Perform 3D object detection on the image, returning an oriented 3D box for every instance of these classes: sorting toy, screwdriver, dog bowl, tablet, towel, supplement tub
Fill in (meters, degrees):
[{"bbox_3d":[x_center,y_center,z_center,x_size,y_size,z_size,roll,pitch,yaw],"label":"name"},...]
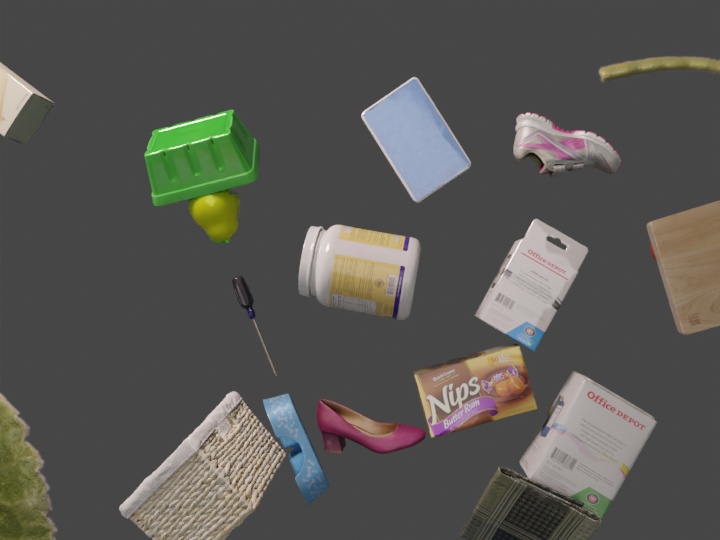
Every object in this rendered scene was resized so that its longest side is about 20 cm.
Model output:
[{"bbox_3d":[0.617,-0.014,1.022,0.196,0.070,0.203,-16,88,4],"label":"sorting toy"},{"bbox_3d":[-0.199,0.106,1.102,0.029,0.028,0.203,-20,88,34],"label":"screwdriver"},{"bbox_3d":[-0.114,0.316,1.053,0.049,0.111,0.203,-25,87,-10],"label":"dog bowl"},{"bbox_3d":[0.104,-0.244,1.092,0.129,0.014,0.202,-33,88,3],"label":"tablet"},{"bbox_3d":[0.291,0.442,1.016,0.190,0.035,0.203,25,122,9],"label":"towel"},{"bbox_3d":[0.000,0.000,1.029,0.196,0.145,0.148,10,90,5],"label":"supplement tub"}]

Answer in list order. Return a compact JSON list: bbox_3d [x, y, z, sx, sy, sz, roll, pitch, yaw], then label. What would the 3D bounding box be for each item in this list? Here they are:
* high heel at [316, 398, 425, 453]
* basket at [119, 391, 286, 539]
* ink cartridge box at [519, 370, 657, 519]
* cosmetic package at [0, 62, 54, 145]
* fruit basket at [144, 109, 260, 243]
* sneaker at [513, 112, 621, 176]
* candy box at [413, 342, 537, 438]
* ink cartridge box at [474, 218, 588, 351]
[{"bbox_3d":[0.016,0.276,1.058,0.196,0.067,0.098,-7,99,7],"label":"high heel"},{"bbox_3d":[-0.257,0.355,1.004,0.161,0.198,0.200,44,105,0],"label":"basket"},{"bbox_3d":[0.395,0.302,1.023,0.144,0.088,0.202,29,93,3],"label":"ink cartridge box"},{"bbox_3d":[-0.710,-0.347,1.125,0.199,0.073,0.104,35,91,5],"label":"cosmetic package"},{"bbox_3d":[-0.276,-0.163,1.076,0.211,0.157,0.218,-4,131,-4],"label":"fruit basket"},{"bbox_3d":[0.361,-0.205,1.044,0.197,0.081,0.090,22,92,13],"label":"sneaker"},{"bbox_3d":[0.204,0.214,1.055,0.196,0.056,0.119,-15,88,2],"label":"candy box"},{"bbox_3d":[0.304,0.024,1.045,0.115,0.068,0.202,30,91,4],"label":"ink cartridge box"}]
